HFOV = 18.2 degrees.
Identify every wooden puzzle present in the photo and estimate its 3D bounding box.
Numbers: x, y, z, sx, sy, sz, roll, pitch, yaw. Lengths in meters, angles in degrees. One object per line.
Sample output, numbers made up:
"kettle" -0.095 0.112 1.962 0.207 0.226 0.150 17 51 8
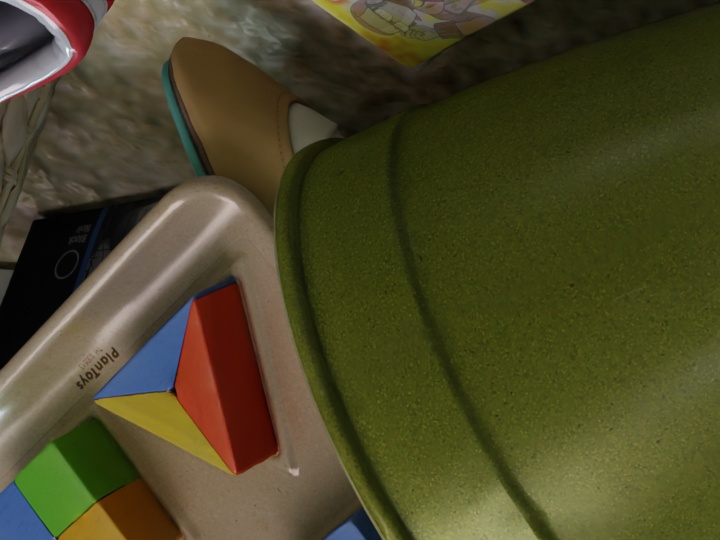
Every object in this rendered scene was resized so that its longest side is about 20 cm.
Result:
"wooden puzzle" -0.048 0.096 0.777 0.200 0.046 0.185 50 123 5

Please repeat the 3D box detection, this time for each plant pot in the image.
"plant pot" 0.110 0.004 0.683 0.193 0.201 0.200 -29 131 21

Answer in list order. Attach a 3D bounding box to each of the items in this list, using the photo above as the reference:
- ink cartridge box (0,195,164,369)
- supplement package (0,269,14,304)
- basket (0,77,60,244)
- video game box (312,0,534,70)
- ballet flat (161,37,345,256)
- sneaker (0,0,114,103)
"ink cartridge box" -0.120 0.065 0.910 0.099 0.201 0.039 -9 145 38
"supplement package" -0.176 0.110 1.018 0.155 0.201 0.111 4 148 24
"basket" -0.228 0.001 0.867 0.160 0.201 0.198 21 151 -9
"video game box" -0.001 -0.152 0.633 0.200 0.047 0.182 33 146 -24
"ballet flat" 0.000 0.000 0.790 0.063 0.069 0.201 -24 99 18
"sneaker" -0.163 -0.114 0.719 0.199 0.113 0.071 9 149 16
